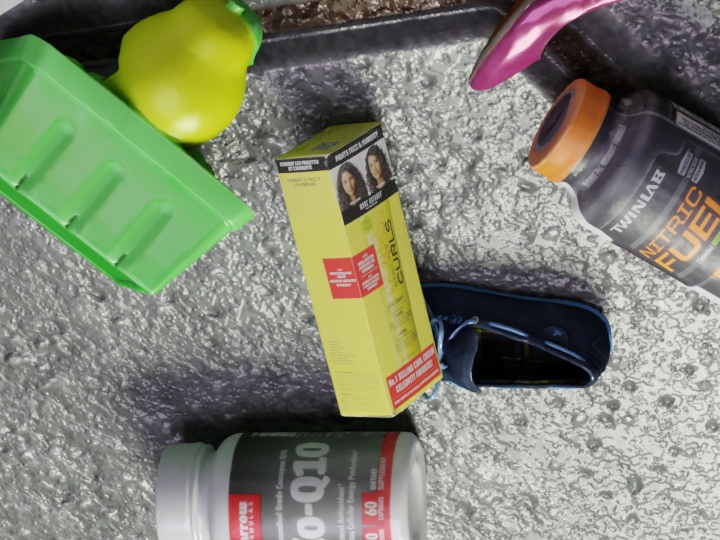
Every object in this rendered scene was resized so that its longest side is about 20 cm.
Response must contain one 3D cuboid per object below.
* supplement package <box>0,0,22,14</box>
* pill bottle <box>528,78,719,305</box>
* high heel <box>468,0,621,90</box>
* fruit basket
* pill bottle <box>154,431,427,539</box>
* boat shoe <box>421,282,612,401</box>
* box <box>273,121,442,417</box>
[{"bbox_3d":[-0.255,-0.240,1.487,0.200,0.117,0.117,-27,118,26],"label":"supplement package"},{"bbox_3d":[0.216,-0.054,1.551,0.200,0.106,0.106,29,125,-11],"label":"pill bottle"},{"bbox_3d":[0.163,-0.171,1.500,0.096,0.067,0.200,41,109,-7],"label":"high heel"},{"bbox_3d":[-0.155,-0.109,1.578,0.215,0.155,0.216,-1,94,-21],"label":"fruit basket"},{"bbox_3d":[-0.053,0.183,1.765,0.200,0.114,0.114,-2,126,10],"label":"pill bottle"},{"bbox_3d":[0.084,0.052,1.673,0.200,0.069,0.084,-3,125,14],"label":"boat shoe"},{"bbox_3d":[0.000,0.000,1.610,0.050,0.075,0.200,0,111,36],"label":"box"}]
